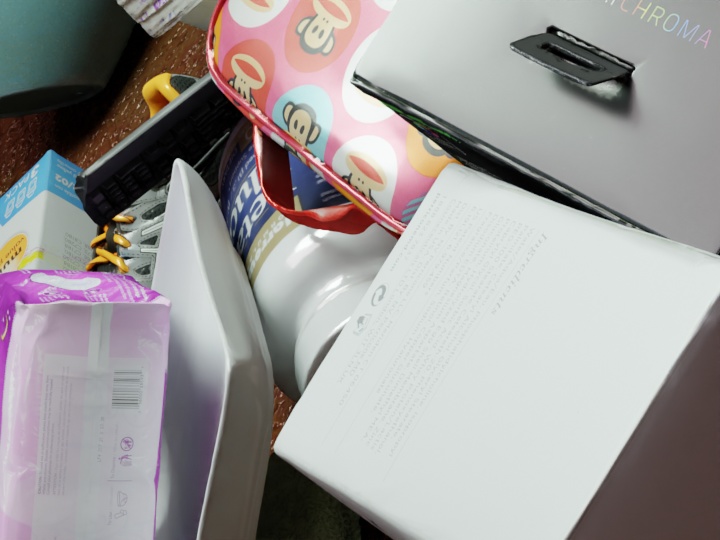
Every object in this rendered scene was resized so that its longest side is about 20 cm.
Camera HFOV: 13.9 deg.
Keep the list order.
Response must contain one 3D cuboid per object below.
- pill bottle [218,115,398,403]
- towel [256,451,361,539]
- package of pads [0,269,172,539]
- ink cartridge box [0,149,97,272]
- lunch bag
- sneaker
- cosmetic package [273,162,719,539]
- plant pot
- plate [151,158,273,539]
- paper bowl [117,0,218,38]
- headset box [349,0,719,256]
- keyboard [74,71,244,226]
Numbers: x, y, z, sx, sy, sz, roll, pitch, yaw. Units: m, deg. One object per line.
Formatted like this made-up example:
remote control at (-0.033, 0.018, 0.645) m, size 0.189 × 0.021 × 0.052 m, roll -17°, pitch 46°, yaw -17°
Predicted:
pill bottle at (0.000, 0.000, 1.341) m, size 0.111 × 0.111 × 0.200 m, roll -49°, pitch 26°, yaw 17°
towel at (-0.050, 0.164, 1.331) m, size 0.148 × 0.036 × 0.200 m, roll -44°, pitch 27°, yaw 23°
package of pads at (-0.133, 0.102, 1.335) m, size 0.121 × 0.076 × 0.200 m, roll -158°, pitch 71°, yaw -74°
ink cartridge box at (-0.194, 0.040, 1.692) m, size 0.115 × 0.068 × 0.200 m, roll -42°, pitch 29°, yaw 30°
lunch bag at (0.022, -0.091, 1.252) m, size 0.176 × 0.082 × 0.200 m, roll -55°, pitch 45°, yaw 9°
sneaker at (-0.117, -0.017, 1.612) m, size 0.078 × 0.077 × 0.200 m, roll -7°, pitch 56°, yaw 57°
cosmetic package at (0.111, 0.079, 0.949) m, size 0.123 × 0.199 × 0.200 m, roll -59°, pitch 25°, yaw -5°
plant pot at (-0.221, -0.172, 1.885) m, size 0.200 × 0.200 × 0.135 m, roll -19°, pitch 82°, yaw 53°
plate at (-0.071, 0.080, 1.307) m, size 0.200 × 0.032 × 0.200 m, roll -111°, pitch 28°, yaw -60°
paper bowl at (-0.053, -0.208, 1.649) m, size 0.201 × 0.104 × 0.201 m, roll -44°, pitch 8°, yaw 8°
headset box at (0.120, -0.039, 1.010) m, size 0.174 × 0.200 × 0.093 m, roll 31°, pitch 87°, yaw 39°
keyboard at (-0.050, -0.087, 1.414) m, size 0.200 × 0.021 × 0.127 m, roll -38°, pitch -7°, yaw -3°
